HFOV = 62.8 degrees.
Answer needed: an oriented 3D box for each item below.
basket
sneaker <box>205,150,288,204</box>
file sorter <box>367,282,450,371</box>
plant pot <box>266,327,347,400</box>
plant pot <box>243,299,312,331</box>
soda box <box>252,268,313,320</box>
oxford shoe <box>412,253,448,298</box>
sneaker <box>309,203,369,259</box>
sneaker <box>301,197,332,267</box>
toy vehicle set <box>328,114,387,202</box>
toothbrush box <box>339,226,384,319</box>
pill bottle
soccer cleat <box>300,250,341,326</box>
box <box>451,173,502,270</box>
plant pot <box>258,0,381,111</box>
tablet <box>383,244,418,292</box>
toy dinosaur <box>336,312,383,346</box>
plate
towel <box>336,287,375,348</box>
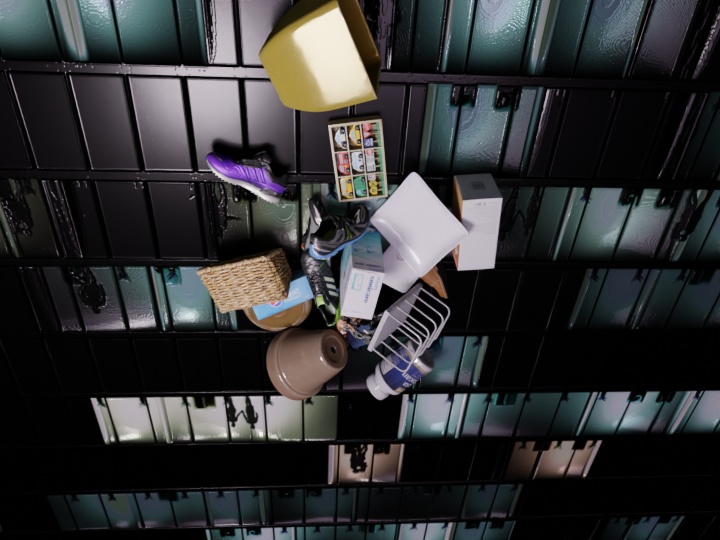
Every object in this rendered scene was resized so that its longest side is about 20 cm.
[{"bbox_3d":[-0.286,-0.005,1.488,0.197,0.144,0.150,-12,129,12],"label":"basket"},{"bbox_3d":[-0.256,-0.243,1.372,0.198,0.070,0.100,25,114,-25],"label":"sneaker"},{"bbox_3d":[0.137,0.154,1.583,0.124,0.199,0.140,35,125,16],"label":"file sorter"},{"bbox_3d":[-0.129,0.240,1.620,0.173,0.202,0.200,-24,127,36],"label":"plant pot"},{"bbox_3d":[-0.233,0.098,1.642,0.196,0.028,0.203,-2,127,-2],"label":"plant pot"},{"bbox_3d":[-0.192,0.054,1.561,0.197,0.064,0.069,-23,113,-3],"label":"soda box"},{"bbox_3d":[0.189,0.008,1.582,0.070,0.072,0.201,-13,136,21],"label":"oxford shoe"},{"bbox_3d":[-0.047,-0.104,1.419,0.199,0.070,0.084,-39,140,-32],"label":"sneaker"},{"bbox_3d":[-0.115,-0.089,1.488,0.078,0.074,0.203,-2,127,4],"label":"sneaker"},{"bbox_3d":[-0.003,-0.261,1.396,0.122,0.027,0.202,-7,126,1],"label":"toy vehicle set"},{"bbox_3d":[0.000,0.000,1.480,0.084,0.201,0.148,8,127,-10],"label":"toothbrush box"},{"bbox_3d":[0.115,0.300,1.764,0.111,0.112,0.199,37,116,-27],"label":"pill bottle"},{"bbox_3d":[-0.097,0.045,1.491,0.067,0.081,0.202,-17,111,20],"label":"soccer cleat"},{"bbox_3d":[0.282,-0.120,1.461,0.096,0.125,0.203,-4,126,-1],"label":"box"},{"bbox_3d":[-0.085,-0.433,1.173,0.197,0.197,0.196,-15,127,18],"label":"plant pot"},{"bbox_3d":[0.127,-0.032,1.583,0.129,0.014,0.201,27,119,-22],"label":"tablet"},{"bbox_3d":[-0.017,0.133,1.599,0.134,0.103,0.201,21,149,8],"label":"toy dinosaur"},{"bbox_3d":[0.144,-0.112,1.446,0.200,0.032,0.200,49,133,4],"label":"plate"},{"bbox_3d":[-0.015,0.126,1.666,0.110,0.049,0.202,-19,125,10],"label":"towel"}]
